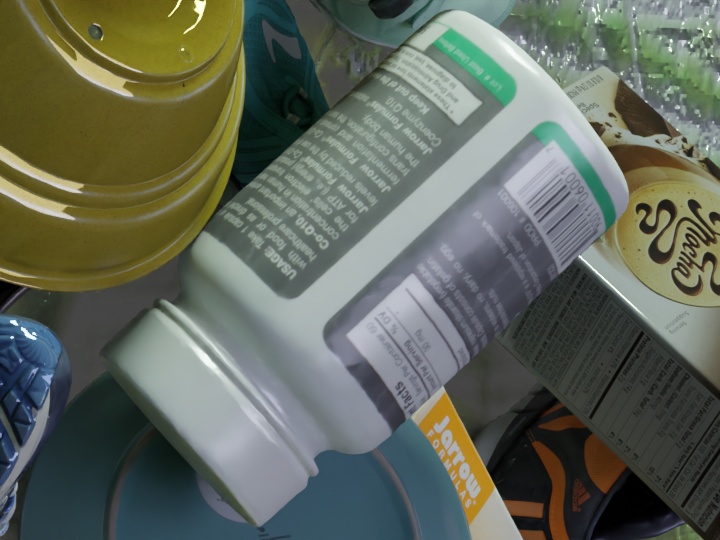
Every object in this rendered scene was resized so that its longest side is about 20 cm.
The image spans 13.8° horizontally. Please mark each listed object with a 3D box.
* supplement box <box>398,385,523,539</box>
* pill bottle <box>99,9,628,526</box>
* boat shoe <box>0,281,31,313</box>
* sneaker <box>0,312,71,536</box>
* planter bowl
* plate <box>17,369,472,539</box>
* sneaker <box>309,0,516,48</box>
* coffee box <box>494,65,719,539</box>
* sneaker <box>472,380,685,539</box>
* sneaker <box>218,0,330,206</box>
[{"bbox_3d":[-0.020,0.155,1.307,0.200,0.073,0.126,-50,129,-30],"label":"supplement box"},{"bbox_3d":[0.000,0.000,1.186,0.200,0.113,0.113,-42,128,-8],"label":"pill bottle"},{"bbox_3d":[-0.172,0.004,1.118,0.200,0.073,0.075,-48,128,-32],"label":"boat shoe"},{"bbox_3d":[-0.161,0.073,1.084,0.085,0.200,0.077,-21,73,-53],"label":"sneaker"},{"bbox_3d":[-0.105,-0.100,1.112,0.200,0.083,0.201,17,61,-33],"label":"planter bowl"},{"bbox_3d":[-0.041,0.116,1.228,0.200,0.026,0.201,8,66,-17],"label":"plate"},{"bbox_3d":[0.032,-0.125,1.242,0.200,0.118,0.074,18,94,-52],"label":"sneaker"},{"bbox_3d":[0.136,0.013,1.361,0.113,0.200,0.080,-32,158,-41],"label":"coffee box"},{"bbox_3d":[0.144,0.067,1.443,0.200,0.112,0.078,-51,130,-29],"label":"sneaker"},{"bbox_3d":[-0.016,-0.041,1.276,0.078,0.080,0.200,-46,126,-33],"label":"sneaker"}]
